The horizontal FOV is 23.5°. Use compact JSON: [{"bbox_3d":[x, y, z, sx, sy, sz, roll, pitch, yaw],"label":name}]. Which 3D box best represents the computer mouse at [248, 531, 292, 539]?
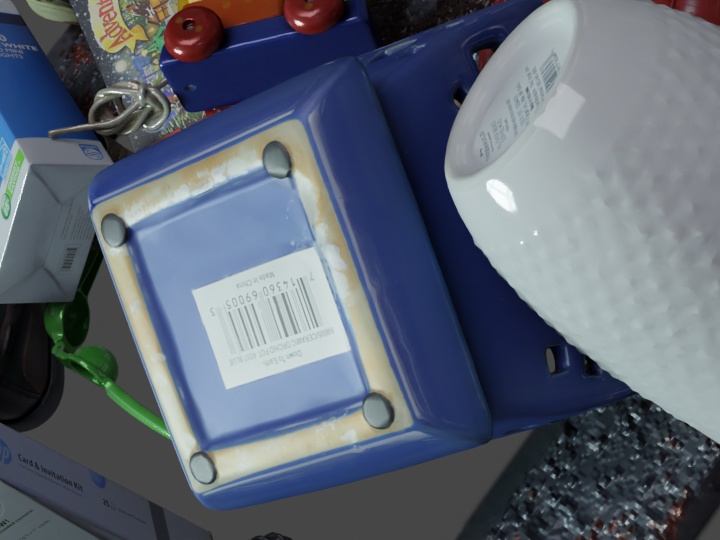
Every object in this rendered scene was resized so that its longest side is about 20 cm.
[{"bbox_3d":[-0.121,0.216,0.897,0.198,0.053,0.140,-4,67,-8],"label":"computer mouse"}]

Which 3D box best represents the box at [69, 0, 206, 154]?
[{"bbox_3d":[-0.098,-0.152,1.065,0.136,0.038,0.201,-28,67,4],"label":"box"}]

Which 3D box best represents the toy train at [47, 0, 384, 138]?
[{"bbox_3d":[-0.089,-0.148,1.001,0.198,0.085,0.117,-11,59,10],"label":"toy train"}]

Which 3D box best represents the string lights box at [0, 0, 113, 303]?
[{"bbox_3d":[-0.225,-0.082,1.074,0.200,0.059,0.103,53,131,40],"label":"string lights box"}]

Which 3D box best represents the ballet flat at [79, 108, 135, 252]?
[{"bbox_3d":[-0.185,-0.074,1.101,0.067,0.046,0.200,-47,41,5],"label":"ballet flat"}]

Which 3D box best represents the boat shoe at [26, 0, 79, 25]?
[{"bbox_3d":[-0.163,-0.198,1.154,0.198,0.065,0.074,5,69,34],"label":"boat shoe"}]

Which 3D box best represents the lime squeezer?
[{"bbox_3d":[-0.154,0.043,1.059,0.070,0.038,0.201,-15,54,-10],"label":"lime squeezer"}]

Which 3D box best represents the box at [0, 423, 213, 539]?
[{"bbox_3d":[-0.190,0.161,0.911,0.155,0.200,0.041,-34,53,15],"label":"box"}]

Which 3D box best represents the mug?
[{"bbox_3d":[0.131,-0.045,0.733,0.148,0.175,0.201,-44,24,36],"label":"mug"}]

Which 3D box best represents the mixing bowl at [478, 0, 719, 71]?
[{"bbox_3d":[0.136,-0.108,0.890,0.199,0.108,0.202,-14,61,26],"label":"mixing bowl"}]

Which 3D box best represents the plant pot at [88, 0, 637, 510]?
[{"bbox_3d":[0.000,0.000,0.815,0.199,0.179,0.202,-19,91,38],"label":"plant pot"}]

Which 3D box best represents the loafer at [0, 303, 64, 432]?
[{"bbox_3d":[-0.234,0.005,1.103,0.072,0.063,0.201,-30,55,17],"label":"loafer"}]
